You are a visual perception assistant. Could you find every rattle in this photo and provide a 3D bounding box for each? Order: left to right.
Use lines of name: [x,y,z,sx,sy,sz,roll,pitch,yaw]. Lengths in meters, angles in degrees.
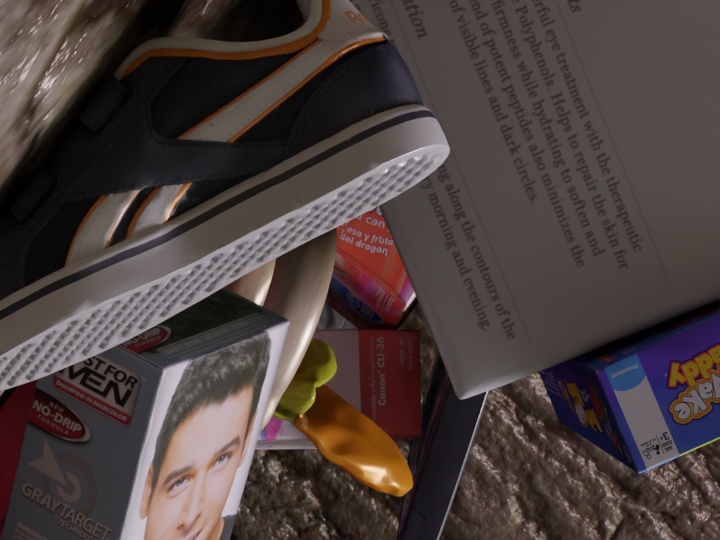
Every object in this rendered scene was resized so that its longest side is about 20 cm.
rattle: [0.000,0.000,0.901,0.130,0.142,0.201,131,-19,-85]

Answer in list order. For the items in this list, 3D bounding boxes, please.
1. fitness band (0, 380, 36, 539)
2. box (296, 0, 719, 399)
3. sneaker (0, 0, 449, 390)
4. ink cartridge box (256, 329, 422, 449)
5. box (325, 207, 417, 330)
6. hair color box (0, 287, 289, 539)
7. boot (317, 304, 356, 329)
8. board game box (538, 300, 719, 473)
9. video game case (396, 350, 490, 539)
fitness band: [-0.134,0.066,0.844,0.144,0.037,0.200,-54,177,38]
box: [0.087,-0.075,0.778,0.170,0.200,0.200,-22,-178,8]
sneaker: [-0.073,-0.028,0.613,0.199,0.080,0.078,-28,171,0]
ink cartridge box: [-0.073,0.072,1.057,0.116,0.198,0.068,150,-61,-72]
box: [0.013,-0.031,1.050,0.103,0.094,0.200,-53,177,-10]
hair color box: [-0.103,0.109,0.768,0.099,0.060,0.201,-21,130,-59]
boot: [-0.033,0.037,1.315,0.068,0.131,0.200,-32,-176,19]
board game box: [0.155,0.030,0.774,0.134,0.045,0.200,-24,-179,-1]
video game case: [0.062,0.051,1.047,0.181,0.025,0.201,-74,-178,-73]
